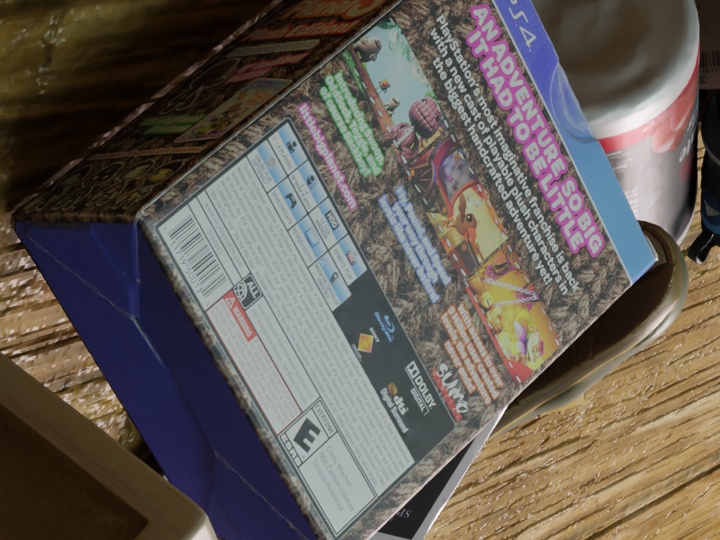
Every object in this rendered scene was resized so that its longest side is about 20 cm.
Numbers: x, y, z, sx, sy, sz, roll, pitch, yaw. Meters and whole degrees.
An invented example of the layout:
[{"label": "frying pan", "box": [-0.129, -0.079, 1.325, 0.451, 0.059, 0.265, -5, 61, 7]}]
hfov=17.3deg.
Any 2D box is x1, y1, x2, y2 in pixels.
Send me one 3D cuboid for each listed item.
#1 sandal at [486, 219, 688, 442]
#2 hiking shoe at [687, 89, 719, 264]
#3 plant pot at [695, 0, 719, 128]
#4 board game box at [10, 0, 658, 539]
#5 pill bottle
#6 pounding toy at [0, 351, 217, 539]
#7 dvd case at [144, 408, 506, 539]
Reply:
[{"label": "sandal", "box": [0.090, 0.035, 1.134, 0.054, 0.081, 0.200, 12, 152, -39]}, {"label": "hiking shoe", "box": [0.246, -0.068, 1.159, 0.199, 0.075, 0.087, -15, 141, -20]}, {"label": "plant pot", "box": [0.244, -0.134, 1.246, 0.199, 0.187, 0.188, -11, 132, -37]}, {"label": "board game box", "box": [-0.006, -0.013, 0.923, 0.200, 0.097, 0.160, -41, 114, -29]}, {"label": "pill bottle", "box": [0.108, -0.059, 1.142, 0.111, 0.111, 0.200, -46, 154, -20]}, {"label": "pounding toy", "box": [-0.141, 0.152, 0.839, 0.184, 0.200, 0.142, -47, 154, -19]}, {"label": "dvd case", "box": [0.007, 0.037, 1.072, 0.150, 0.025, 0.201, 17, 114, -31]}]
